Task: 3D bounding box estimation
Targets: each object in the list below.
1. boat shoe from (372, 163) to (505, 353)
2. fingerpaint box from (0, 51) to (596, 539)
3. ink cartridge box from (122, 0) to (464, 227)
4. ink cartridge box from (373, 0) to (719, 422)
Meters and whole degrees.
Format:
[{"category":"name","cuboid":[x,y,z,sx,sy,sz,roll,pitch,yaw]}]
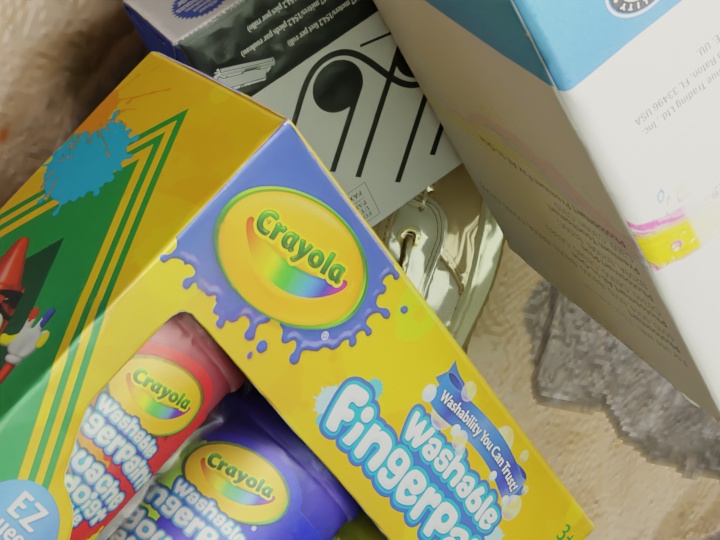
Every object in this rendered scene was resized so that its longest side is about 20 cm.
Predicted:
[{"category":"boat shoe","cuboid":[0.000,0.000,0.747,0.069,0.074,0.201,4,99,-31]},{"category":"fingerpaint box","cuboid":[-0.045,0.069,0.633,0.167,0.073,0.200,-47,131,-12]},{"category":"ink cartridge box","cuboid":[0.035,-0.096,0.681,0.200,0.044,0.094,-36,128,-10]},{"category":"ink cartridge box","cuboid":[0.092,-0.067,0.621,0.128,0.125,0.200,-38,130,-8]}]
